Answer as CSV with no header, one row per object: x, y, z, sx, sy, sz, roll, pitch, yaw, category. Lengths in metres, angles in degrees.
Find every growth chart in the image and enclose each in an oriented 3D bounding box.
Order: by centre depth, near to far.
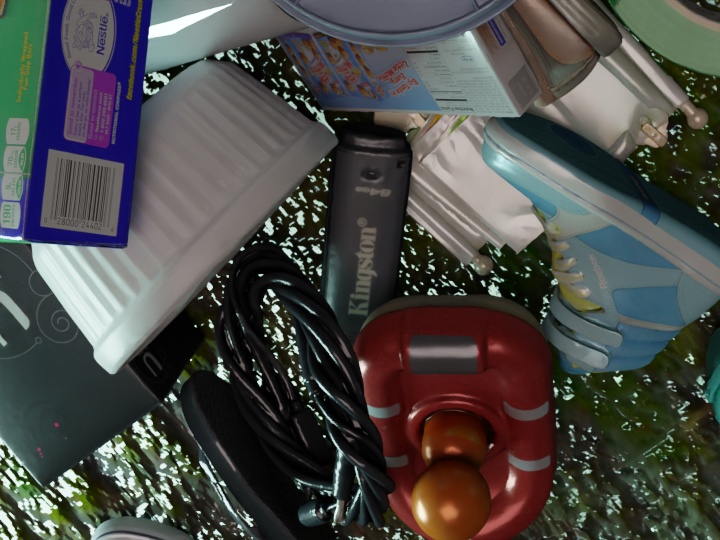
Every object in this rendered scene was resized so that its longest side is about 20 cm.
0.102,-0.091,0.802,0.199,0.018,0.145,-37,100,21,growth chart

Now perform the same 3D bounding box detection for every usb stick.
0.000,0.000,0.839,0.055,0.033,0.203,9,117,7,usb stick

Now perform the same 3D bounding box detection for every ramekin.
-0.114,-0.040,0.763,0.094,0.203,0.202,44,112,-4,ramekin

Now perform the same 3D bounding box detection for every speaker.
-0.100,-0.165,0.732,0.198,0.081,0.082,-4,113,43,speaker

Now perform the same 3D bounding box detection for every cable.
-0.042,0.080,0.830,0.050,0.163,0.203,-20,94,-23,cable

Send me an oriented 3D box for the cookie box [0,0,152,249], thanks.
-0.212,-0.104,0.684,0.198,0.075,0.174,5,89,37,cookie box

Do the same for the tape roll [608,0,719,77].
0.228,-0.214,0.716,0.197,0.048,0.203,3,111,9,tape roll

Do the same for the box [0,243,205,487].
-0.224,0.024,0.857,0.122,0.106,0.201,-35,102,21,box

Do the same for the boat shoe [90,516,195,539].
-0.125,0.263,0.952,0.198,0.065,0.074,31,113,-2,boat shoe

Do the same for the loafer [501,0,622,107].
0.052,-0.172,0.666,0.200,0.072,0.063,43,109,-5,loafer

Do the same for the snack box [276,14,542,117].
0.018,-0.125,0.720,0.024,0.199,0.072,-46,119,-20,snack box

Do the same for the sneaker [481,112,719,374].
0.134,-0.005,0.782,0.199,0.080,0.131,30,115,-16,sneaker

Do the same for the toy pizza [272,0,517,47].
0.018,-0.212,0.608,0.197,0.032,0.203,3,100,14,toy pizza

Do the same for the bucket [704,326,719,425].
0.321,0.084,0.765,0.204,0.135,0.210,3,111,7,bucket

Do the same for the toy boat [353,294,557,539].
0.062,0.119,0.812,0.129,0.132,0.202,-1,133,12,toy boat

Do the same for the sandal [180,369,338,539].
-0.076,0.165,0.900,0.042,0.076,0.201,-27,104,17,sandal
